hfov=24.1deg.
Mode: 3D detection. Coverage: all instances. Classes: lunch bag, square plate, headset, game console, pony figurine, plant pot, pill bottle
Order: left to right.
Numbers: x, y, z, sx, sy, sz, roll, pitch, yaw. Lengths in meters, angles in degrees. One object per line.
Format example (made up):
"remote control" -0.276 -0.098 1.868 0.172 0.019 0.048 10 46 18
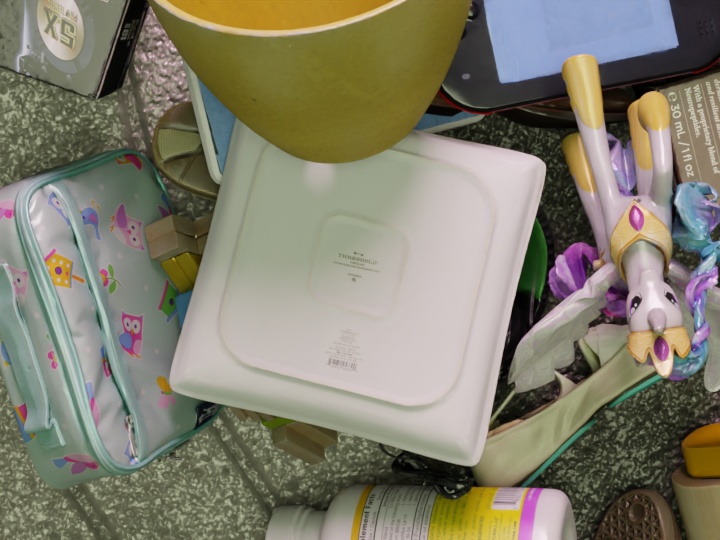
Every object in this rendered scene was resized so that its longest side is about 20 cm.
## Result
"lunch bag" -0.165 0.032 1.062 0.077 0.160 0.202 -15 97 27
"plant pot" -0.021 -0.147 0.981 0.198 0.201 0.143 -13 136 -1
"square plate" 0.000 0.000 1.036 0.198 0.028 0.200 14 80 1
"pill bottle" 0.040 0.195 1.119 0.198 0.104 0.105 -1 99 16
"headset" 0.072 0.044 1.096 0.123 0.094 0.202 26 87 -45
"game console" 0.127 -0.198 1.054 0.198 0.031 0.179 -11 93 -7
"pony figurine" 0.165 -0.005 1.032 0.165 0.193 0.202 -8 67 3

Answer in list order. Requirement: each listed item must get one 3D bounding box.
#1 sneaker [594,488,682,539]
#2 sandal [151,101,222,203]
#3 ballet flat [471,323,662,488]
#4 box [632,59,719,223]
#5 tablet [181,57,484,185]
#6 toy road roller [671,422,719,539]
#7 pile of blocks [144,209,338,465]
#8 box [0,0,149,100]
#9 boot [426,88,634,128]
"sneaker" 0.205 0.254 1.177 0.075 0.070 0.202 8 82 -47
"sandal" -0.045 -0.052 1.112 0.198 0.054 0.081 22 73 -11
"ballet flat" 0.151 0.077 1.143 0.199 0.069 0.070 -38 99 3
"box" 0.292 -0.103 1.116 0.198 0.075 0.101 -17 99 -2
"tablet" -0.018 -0.140 1.091 0.198 0.014 0.131 -15 97 -21
"toy road roller" 0.328 0.150 1.148 0.199 0.146 0.124 -9 102 36
"pile of blocks" -0.060 0.041 1.083 0.062 0.082 0.200 -23 120 26
"box" -0.233 -0.180 1.029 0.198 0.164 0.087 19 97 -7
"boot" 0.108 -0.198 1.100 0.185 0.064 0.202 6 87 -21
